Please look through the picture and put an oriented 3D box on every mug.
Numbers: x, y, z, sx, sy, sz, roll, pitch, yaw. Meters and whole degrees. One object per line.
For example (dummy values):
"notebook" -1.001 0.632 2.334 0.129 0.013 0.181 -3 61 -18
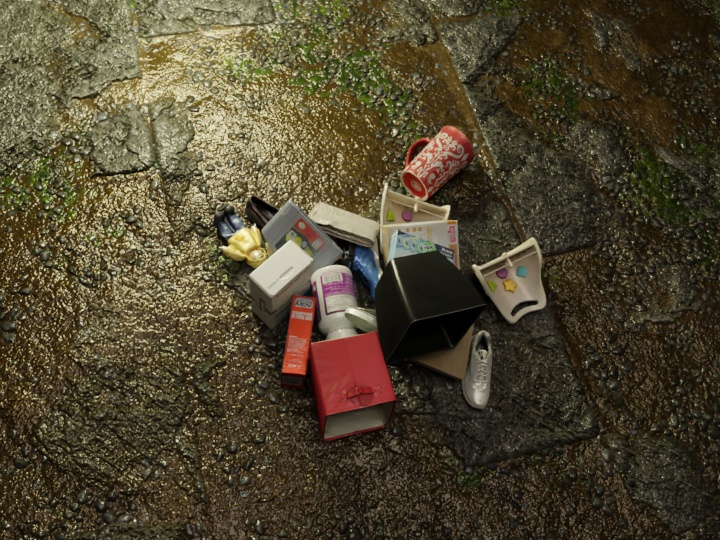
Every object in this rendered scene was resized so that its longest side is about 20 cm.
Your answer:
"mug" 0.210 -0.306 1.986 0.200 0.177 0.134 -44 112 -20

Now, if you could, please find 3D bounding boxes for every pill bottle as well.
"pill bottle" -0.060 0.099 1.729 0.110 0.113 0.203 -6 64 -10

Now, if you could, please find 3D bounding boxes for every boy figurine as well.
"boy figurine" -0.319 -0.075 1.810 0.123 0.065 0.201 -30 67 -23

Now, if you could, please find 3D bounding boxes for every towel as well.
"towel" -0.044 -0.127 1.839 0.197 0.035 0.133 19 28 2

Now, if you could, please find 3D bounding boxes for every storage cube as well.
"storage cube" -0.025 0.273 1.600 0.168 0.201 0.182 -10 58 -12

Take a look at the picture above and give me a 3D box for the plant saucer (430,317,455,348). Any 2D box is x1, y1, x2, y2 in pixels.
"plant saucer" 0.184 0.096 1.666 0.200 0.019 0.070 48 61 -2

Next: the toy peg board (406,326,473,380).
"toy peg board" 0.178 0.165 1.752 0.197 0.098 0.203 23 63 -13

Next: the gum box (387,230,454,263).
"gum box" 0.147 0.019 1.714 0.167 0.045 0.203 17 66 -17

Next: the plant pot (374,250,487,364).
"plant pot" 0.137 0.072 1.547 0.196 0.201 0.179 -10 59 -24

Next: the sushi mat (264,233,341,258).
"sushi mat" -0.154 -0.053 1.829 0.197 0.012 0.097 -17 92 -16

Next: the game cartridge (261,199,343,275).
"game cartridge" -0.158 -0.070 1.780 0.200 0.041 0.133 44 104 -8

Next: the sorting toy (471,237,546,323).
"sorting toy" 0.413 0.041 1.831 0.197 0.107 0.182 -23 78 -16

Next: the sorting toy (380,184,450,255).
"sorting toy" 0.128 -0.114 1.877 0.197 0.107 0.183 17 75 -13

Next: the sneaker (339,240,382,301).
"sneaker" 0.000 0.001 1.803 0.109 0.077 0.203 0 59 -15

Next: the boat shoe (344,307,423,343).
"boat shoe" 0.059 0.125 1.647 0.197 0.071 0.064 22 65 4

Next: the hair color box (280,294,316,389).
"hair color box" -0.154 0.177 1.676 0.063 0.111 0.203 7 63 -5

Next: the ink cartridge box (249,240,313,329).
"ink cartridge box" -0.198 0.037 1.690 0.084 0.201 0.146 41 65 14

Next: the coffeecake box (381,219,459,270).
"coffeecake box" 0.162 -0.051 1.818 0.196 0.073 0.157 -5 97 -10

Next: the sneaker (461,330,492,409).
"sneaker" 0.302 0.249 1.721 0.074 0.081 0.203 8 64 -6

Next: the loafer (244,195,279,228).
"loafer" -0.232 -0.134 1.849 0.198 0.063 0.072 33 61 7
